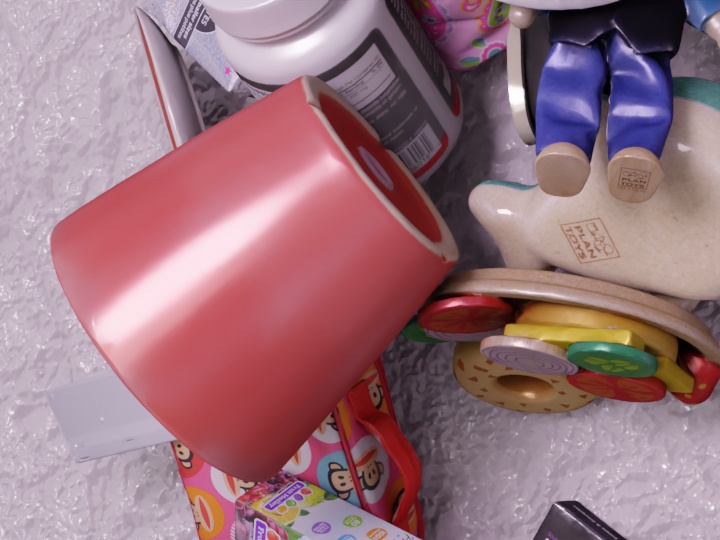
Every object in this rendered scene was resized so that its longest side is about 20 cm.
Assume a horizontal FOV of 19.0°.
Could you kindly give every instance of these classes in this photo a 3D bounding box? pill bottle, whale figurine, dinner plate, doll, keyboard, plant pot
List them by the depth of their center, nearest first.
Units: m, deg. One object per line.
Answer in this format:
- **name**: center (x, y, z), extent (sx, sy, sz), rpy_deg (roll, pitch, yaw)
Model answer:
- **doll**: center (0.149, -0.133, 1.213), extent (0.135, 0.049, 0.201), rpy_deg (4, 59, 9)
- **plant pot**: center (-0.052, -0.006, 1.270), extent (0.177, 0.200, 0.201), rpy_deg (-40, 68, 11)
- **whale figurine**: center (0.164, -0.047, 1.287), extent (0.199, 0.104, 0.160), rpy_deg (-15, 116, 40)
- **pill bottle**: center (-0.021, -0.141, 1.346), extent (0.113, 0.200, 0.115), rpy_deg (-14, 53, 19)
- **keyboard**: center (-0.134, 0.088, 1.441), extent (0.199, 0.011, 0.057), rpy_deg (-16, 95, 38)
- **dinner plate**: center (-0.120, -0.089, 1.498), extent (0.024, 0.200, 0.201), rpy_deg (-16, 78, -6)

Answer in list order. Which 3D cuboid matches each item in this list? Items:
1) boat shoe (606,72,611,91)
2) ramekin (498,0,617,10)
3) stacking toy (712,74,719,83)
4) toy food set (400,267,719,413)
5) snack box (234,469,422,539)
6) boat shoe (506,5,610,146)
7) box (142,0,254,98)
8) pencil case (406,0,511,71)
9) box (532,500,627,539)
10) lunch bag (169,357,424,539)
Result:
- **boat shoe**: center (0.165, -0.070, 1.370), extent (0.075, 0.062, 0.201), rpy_deg (-45, 65, 26)
- **ramekin**: center (0.110, -0.241, 1.198), extent (0.199, 0.098, 0.202), rpy_deg (-3, 58, 5)
- **stacking toy**: center (0.280, -0.102, 1.276), extent (0.199, 0.145, 0.147), rpy_deg (-12, 82, 49)
- **toy food set**: center (0.123, 0.046, 1.315), extent (0.199, 0.198, 0.049), rpy_deg (3, 73, 33)
- **snack box**: center (-0.016, 0.247, 1.411), extent (0.142, 0.053, 0.201), rpy_deg (22, 126, 30)
- **boat shoe**: center (0.122, -0.181, 1.354), extent (0.063, 0.074, 0.203), rpy_deg (-11, 75, 22)
- **box**: center (-0.030, -0.219, 1.451), extent (0.115, 0.132, 0.201), rpy_deg (44, 111, 33)
- **pencil case**: center (0.047, -0.211, 1.363), extent (0.087, 0.200, 0.088), rpy_deg (-11, 58, 18)
- **box**: center (0.139, 0.270, 1.393), extent (0.143, 0.036, 0.201), rpy_deg (37, 109, 29)
- **lunch bag**: center (-0.038, 0.123, 1.447), extent (0.175, 0.082, 0.201), rpy_deg (0, 114, 34)
